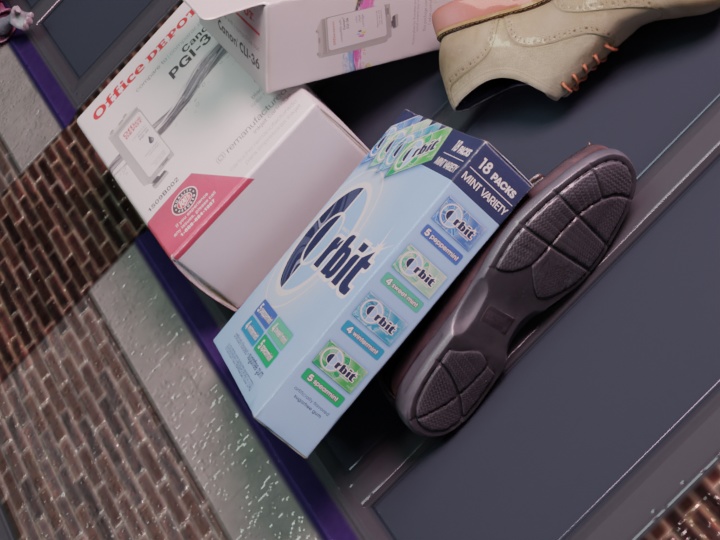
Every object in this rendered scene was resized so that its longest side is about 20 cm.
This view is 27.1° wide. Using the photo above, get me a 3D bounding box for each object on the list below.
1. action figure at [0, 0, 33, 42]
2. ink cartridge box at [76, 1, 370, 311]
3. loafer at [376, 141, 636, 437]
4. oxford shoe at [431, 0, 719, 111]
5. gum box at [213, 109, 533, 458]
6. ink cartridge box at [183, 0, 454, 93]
[{"bbox_3d":[-0.379,-0.221,1.385,0.200,0.134,0.149,-50,0,-17],"label":"action figure"},{"bbox_3d":[-0.101,-0.091,1.065,0.147,0.083,0.200,-46,45,4],"label":"ink cartridge box"},{"bbox_3d":[0.078,0.002,0.876,0.201,0.072,0.063,-52,40,3],"label":"loafer"},{"bbox_3d":[0.140,-0.146,0.937,0.198,0.070,0.075,-9,83,34],"label":"oxford shoe"},{"bbox_3d":[0.000,0.000,0.907,0.201,0.044,0.170,-51,18,0],"label":"gum box"},{"bbox_3d":[-0.036,-0.185,1.009,0.198,0.068,0.117,-16,39,-23],"label":"ink cartridge box"}]
